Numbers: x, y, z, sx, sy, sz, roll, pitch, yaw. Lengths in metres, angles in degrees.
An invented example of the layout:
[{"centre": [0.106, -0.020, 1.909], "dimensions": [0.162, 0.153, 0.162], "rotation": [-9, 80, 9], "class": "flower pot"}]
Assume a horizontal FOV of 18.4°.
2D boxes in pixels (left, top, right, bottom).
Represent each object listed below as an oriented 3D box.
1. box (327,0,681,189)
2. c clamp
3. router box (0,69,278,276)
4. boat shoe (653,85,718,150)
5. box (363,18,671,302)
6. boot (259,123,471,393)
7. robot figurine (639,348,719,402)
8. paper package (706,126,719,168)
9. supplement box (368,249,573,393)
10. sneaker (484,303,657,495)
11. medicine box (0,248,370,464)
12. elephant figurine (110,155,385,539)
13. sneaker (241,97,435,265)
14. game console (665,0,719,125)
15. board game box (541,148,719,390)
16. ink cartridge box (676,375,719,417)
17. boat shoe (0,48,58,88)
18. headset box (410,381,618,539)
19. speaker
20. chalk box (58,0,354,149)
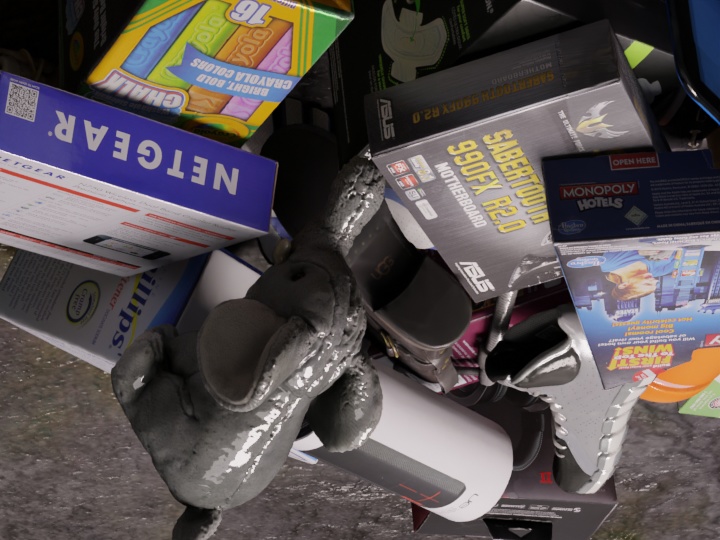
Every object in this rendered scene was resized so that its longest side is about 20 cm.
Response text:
[{"centre": [0.093, -0.143, 1.416], "dimensions": [0.148, 0.125, 0.200], "rotation": [15, 143, -31], "class": "box"}, {"centre": [0.124, 0.028, 1.571], "dimensions": [0.170, 0.027, 0.200], "rotation": [2, 145, -11], "class": "c clamp"}, {"centre": [-0.182, -0.055, 1.388], "dimensions": [0.199, 0.049, 0.179], "rotation": [17, 161, -34], "class": "router box"}, {"centre": [0.218, -0.118, 1.475], "dimensions": [0.060, 0.074, 0.200], "rotation": [9, 167, -2], "class": "boat shoe"}, {"centre": [0.110, -0.062, 1.383], "dimensions": [0.157, 0.049, 0.200], "rotation": [-16, 149, 14], "class": "box"}, {"centre": [0.000, 0.000, 1.514], "dimensions": [0.069, 0.200, 0.174], "rotation": [-39, 175, -9], "class": "boot"}, {"centre": [0.245, 0.023, 1.686], "dimensions": [0.116, 0.145, 0.200], "rotation": [11, 140, -20], "class": "robot figurine"}, {"centre": [0.349, -0.069, 1.510], "dimensions": [0.199, 0.192, 0.103], "rotation": [-30, 136, 31], "class": "paper package"}, {"centre": [0.090, 0.012, 1.666], "dimensions": [0.199, 0.111, 0.086], "rotation": [-20, 143, 21], "class": "supplement box"}, {"centre": [0.138, 0.085, 1.592], "dimensions": [0.115, 0.075, 0.201], "rotation": [4, 136, -13], "class": "sneaker"}, {"centre": [-0.129, 0.039, 1.592], "dimensions": [0.199, 0.103, 0.182], "rotation": [17, 169, 45], "class": "medicine box"}, {"centre": [-0.051, 0.052, 1.376], "dimensions": [0.200, 0.156, 0.141], "rotation": [-32, -179, 34], "class": "elephant figurine"}, {"centre": [-0.015, -0.053, 1.591], "dimensions": [0.198, 0.081, 0.115], "rotation": [16, 146, -19], "class": "sneaker"}, {"centre": [0.270, -0.160, 1.369], "dimensions": [0.171, 0.118, 0.200], "rotation": [-48, 136, 8], "class": "game console"}, {"centre": [0.208, 0.002, 1.402], "dimensions": [0.198, 0.062, 0.200], "rotation": [-4, 151, -2], "class": "board game box"}, {"centre": [0.371, 0.073, 1.847], "dimensions": [0.199, 0.068, 0.117], "rotation": [8, 144, -19], "class": "ink cartridge box"}, {"centre": [-0.234, -0.110, 1.459], "dimensions": [0.199, 0.074, 0.069], "rotation": [-3, 145, -12], "class": "boat shoe"}, {"centre": [0.114, 0.125, 1.763], "dimensions": [0.148, 0.201, 0.077], "rotation": [6, 146, -16], "class": "headset box"}, {"centre": [0.020, 0.111, 1.559], "dimensions": [0.081, 0.082, 0.200], "rotation": [-27, 143, 29], "class": "speaker"}, {"centre": [-0.107, -0.159, 1.360], "dimensions": [0.123, 0.126, 0.200], "rotation": [14, 143, -28], "class": "chalk box"}]
